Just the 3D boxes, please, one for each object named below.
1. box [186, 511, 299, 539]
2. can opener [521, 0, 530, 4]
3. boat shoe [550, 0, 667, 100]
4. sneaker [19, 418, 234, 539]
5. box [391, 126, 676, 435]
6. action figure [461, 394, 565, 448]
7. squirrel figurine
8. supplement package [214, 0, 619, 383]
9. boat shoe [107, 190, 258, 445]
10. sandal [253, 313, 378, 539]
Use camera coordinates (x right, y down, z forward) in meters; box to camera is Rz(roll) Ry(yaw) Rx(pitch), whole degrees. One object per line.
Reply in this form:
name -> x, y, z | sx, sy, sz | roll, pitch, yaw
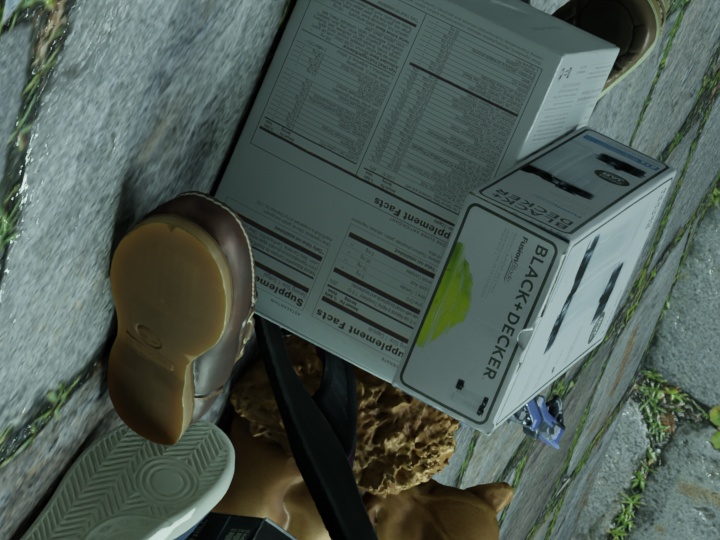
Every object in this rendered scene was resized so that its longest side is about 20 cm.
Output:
box -> -0.044, 0.222, 1.674 | 0.086, 0.163, 0.200 | -56, -165, -13
can opener -> 0.071, -0.215, 1.622 | 0.200, 0.053, 0.067 | 76, 30, -56
boat shoe -> 0.100, -0.106, 1.676 | 0.199, 0.072, 0.076 | -28, -179, 27
sneaker -> -0.142, 0.159, 1.524 | 0.200, 0.075, 0.085 | -43, 155, -35
box -> 0.095, 0.001, 1.500 | 0.200, 0.060, 0.117 | -33, 147, -64
action figure -> 0.075, 0.038, 1.921 | 0.194, 0.104, 0.200 | -60, 140, -20
squirrel figurine -> 0.004, 0.132, 1.812 | 0.142, 0.186, 0.201 | -52, 164, -41
supplement package -> 0.025, -0.062, 1.573 | 0.201, 0.150, 0.152 | -66, 167, 12
boat shoe -> -0.087, 0.013, 1.454 | 0.070, 0.070, 0.200 | -48, 170, -30
sandal -> -0.017, 0.093, 1.670 | 0.048, 0.201, 0.075 | -20, 159, -10
